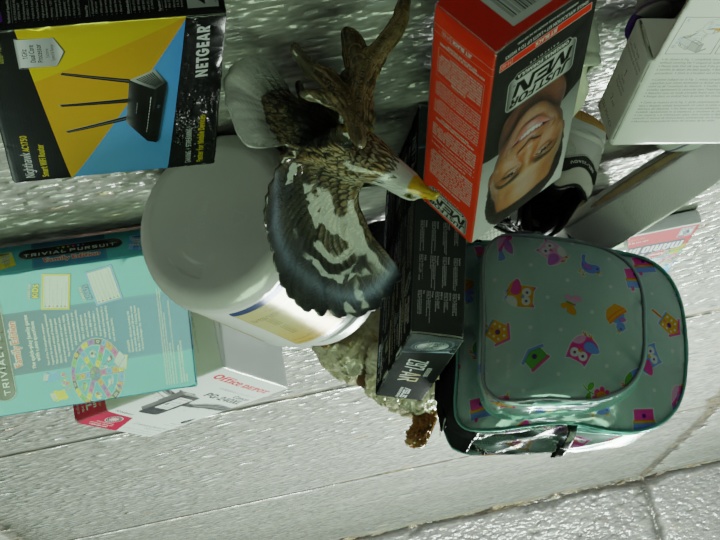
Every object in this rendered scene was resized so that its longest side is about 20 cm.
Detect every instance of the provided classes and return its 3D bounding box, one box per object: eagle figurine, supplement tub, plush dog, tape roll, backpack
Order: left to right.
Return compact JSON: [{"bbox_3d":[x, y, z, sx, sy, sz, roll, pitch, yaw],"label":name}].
[{"bbox_3d":[-0.074,-0.016,1.056,0.143,0.146,0.200,-19,159,18],"label":"supplement tub"},{"bbox_3d":[-0.012,-0.074,0.914,0.151,0.151,0.200,-28,160,-20],"label":"eagle figurine"},{"bbox_3d":[0.024,0.100,1.433,0.170,0.162,0.200,21,168,16],"label":"plush dog"},{"bbox_3d":[0.170,0.060,1.037,0.198,0.178,0.154,5,158,-8],"label":"backpack"},{"bbox_3d":[0.260,-0.072,1.135,0.202,0.037,0.203,-34,180,0],"label":"tape roll"}]

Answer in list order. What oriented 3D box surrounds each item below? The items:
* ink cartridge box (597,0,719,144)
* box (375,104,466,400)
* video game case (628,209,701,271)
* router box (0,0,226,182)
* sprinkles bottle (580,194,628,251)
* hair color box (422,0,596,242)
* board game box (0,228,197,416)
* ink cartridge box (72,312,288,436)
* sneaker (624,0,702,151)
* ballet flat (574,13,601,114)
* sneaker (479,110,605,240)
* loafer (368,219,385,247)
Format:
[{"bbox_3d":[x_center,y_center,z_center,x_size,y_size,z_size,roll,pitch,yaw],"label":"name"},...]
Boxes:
[{"bbox_3d":[0.289,-0.158,0.889,0.198,0.045,0.177,-2,147,-13],"label":"ink cartridge box"},{"bbox_3d":[0.050,-0.012,1.058,0.043,0.202,0.160,6,156,-7],"label":"box"},{"bbox_3d":[0.304,-0.011,1.476,0.142,0.018,0.200,-11,160,-5],"label":"video game case"},{"bbox_3d":[-0.167,-0.128,0.835,0.148,0.052,0.200,-7,159,-11],"label":"router box"},{"bbox_3d":[0.171,-0.022,1.296,0.198,0.069,0.068,-15,160,9],"label":"sprinkles bottle"},{"bbox_3d":[0.101,-0.121,0.889,0.101,0.061,0.201,-36,153,-21],"label":"hair color box"},{"bbox_3d":[-0.254,0.046,1.143,0.198,0.047,0.152,-8,122,-11],"label":"board game box"},{"bbox_3d":[-0.200,0.111,1.402,0.199,0.084,0.145,-21,158,21],"label":"ink cartridge box"},{"bbox_3d":[0.240,-0.165,0.970,0.113,0.073,0.201,-2,147,-17],"label":"sneaker"},{"bbox_3d":[0.142,-0.134,0.987,0.069,0.070,0.200,-9,160,-10],"label":"ballet flat"},{"bbox_3d":[0.143,-0.061,1.124,0.075,0.088,0.200,19,148,-13],"label":"sneaker"},{"bbox_3d":[0.000,0.000,1.241,0.199,0.069,0.070,-14,143,24],"label":"loafer"}]
